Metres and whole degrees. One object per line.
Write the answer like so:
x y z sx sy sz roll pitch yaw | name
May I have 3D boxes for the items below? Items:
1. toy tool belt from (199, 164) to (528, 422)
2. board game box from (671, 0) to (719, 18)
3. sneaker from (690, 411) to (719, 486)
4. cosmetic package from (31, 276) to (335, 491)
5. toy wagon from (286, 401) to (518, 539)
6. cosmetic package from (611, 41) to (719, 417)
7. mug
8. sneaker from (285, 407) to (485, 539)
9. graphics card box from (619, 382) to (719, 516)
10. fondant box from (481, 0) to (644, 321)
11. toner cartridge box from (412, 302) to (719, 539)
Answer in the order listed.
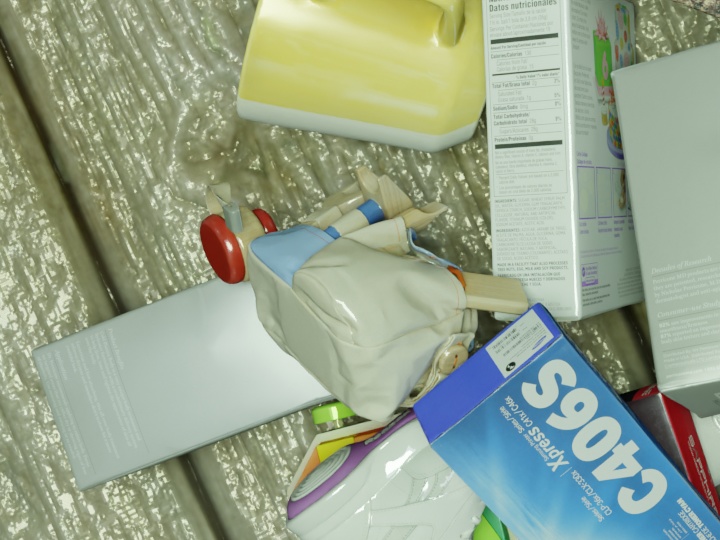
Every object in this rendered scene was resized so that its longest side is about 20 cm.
0.000 0.000 0.825 0.122 0.200 0.126 -25 128 -24 | toy tool belt
0.214 -0.200 0.792 0.198 0.160 0.098 16 107 -14 | board game box
0.259 0.076 0.882 0.200 0.071 0.073 -44 85 10 | sneaker
-0.111 0.067 0.937 0.198 0.090 0.108 -19 87 7 | cosmetic package
0.048 0.150 0.881 0.198 0.039 0.157 -16 86 25 | toy wagon
0.216 -0.024 0.822 0.089 0.107 0.202 -15 69 24 | cosmetic package
0.011 -0.142 0.868 0.152 0.187 0.151 18 111 0 | mug
0.055 0.123 0.828 0.199 0.075 0.100 -35 98 12 | sneaker
0.131 0.159 0.896 0.198 0.051 0.127 -19 90 25 | graphics card box
0.130 -0.074 0.857 0.058 0.144 0.202 0 93 27 | fondant box
0.127 0.120 0.778 0.095 0.043 0.200 -39 116 8 | toner cartridge box
